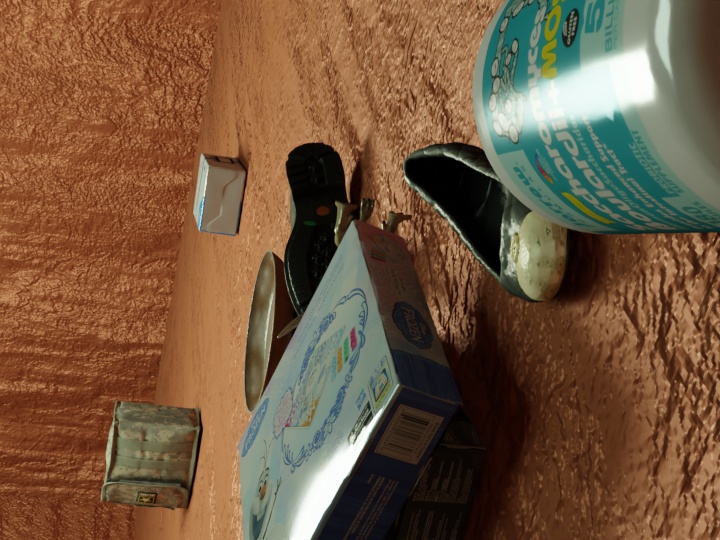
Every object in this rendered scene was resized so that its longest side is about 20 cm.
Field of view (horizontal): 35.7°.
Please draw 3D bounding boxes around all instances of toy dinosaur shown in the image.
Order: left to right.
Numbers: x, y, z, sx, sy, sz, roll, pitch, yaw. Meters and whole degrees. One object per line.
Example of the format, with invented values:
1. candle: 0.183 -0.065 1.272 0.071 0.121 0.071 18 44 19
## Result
1. toy dinosaur: 0.000 0.000 0.868 0.200 0.058 0.101 -30 -48 -73

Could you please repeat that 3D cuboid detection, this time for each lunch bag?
1. lunch bag: -0.395 0.359 2.099 0.118 0.164 0.200 -117 36 -69

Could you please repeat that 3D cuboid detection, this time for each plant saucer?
1. plant saucer: -0.111 0.076 1.371 0.200 0.032 0.201 -173 90 -75

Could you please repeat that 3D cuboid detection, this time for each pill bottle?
1. pill bottle: 0.107 -0.068 0.393 0.200 0.111 0.111 -177 94 -77

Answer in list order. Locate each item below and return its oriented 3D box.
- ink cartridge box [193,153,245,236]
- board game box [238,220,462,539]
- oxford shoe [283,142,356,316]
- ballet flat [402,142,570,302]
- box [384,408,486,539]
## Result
1. ink cartridge box: -0.252 -0.139 1.972 0.200 0.068 0.116 -132 51 -72
2. board game box: -0.017 0.099 0.702 0.200 0.043 0.199 -62 20 23
3. oxford shoe: -0.034 -0.021 1.061 0.084 0.073 0.200 88 -179 -53
4. ballet flat: 0.070 -0.028 0.633 0.200 0.057 0.067 -125 43 -70
5. box: 0.020 0.164 0.760 0.161 0.049 0.200 -121 40 -64
